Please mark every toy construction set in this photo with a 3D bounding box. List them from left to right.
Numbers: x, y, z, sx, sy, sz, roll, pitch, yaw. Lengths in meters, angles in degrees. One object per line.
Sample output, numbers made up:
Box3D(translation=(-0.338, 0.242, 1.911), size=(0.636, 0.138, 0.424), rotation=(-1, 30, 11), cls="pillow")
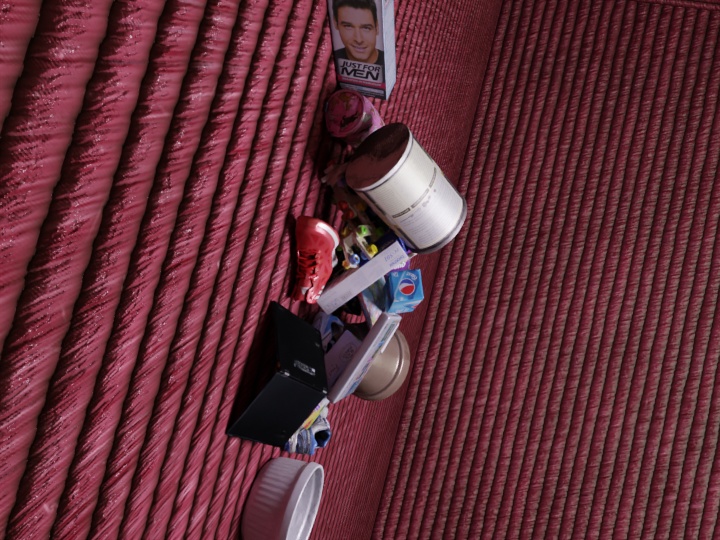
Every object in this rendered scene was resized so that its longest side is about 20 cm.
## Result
Box3D(translation=(-0.022, -0.114, 1.109), size=(0.131, 0.091, 0.204), rotation=(-32, 105, -55), cls="toy construction set")

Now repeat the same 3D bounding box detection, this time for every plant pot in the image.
Box3D(translation=(0.002, 0.206, 1.399), size=(0.174, 0.197, 0.204), rotation=(35, 68, -57), cls="plant pot")

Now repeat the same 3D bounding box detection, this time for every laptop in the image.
Box3D(translation=(-0.147, 0.191, 1.027), size=(0.187, 0.114, 0.204), rotation=(45, 31, -58), cls="laptop")

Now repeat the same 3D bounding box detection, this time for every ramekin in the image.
Box3D(translation=(-0.156, 0.474, 1.144), size=(0.200, 0.103, 0.205), rotation=(14, 90, -77), cls="ramekin")

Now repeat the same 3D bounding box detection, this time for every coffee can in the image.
Box3D(translation=(0.087, -0.148, 1.058), size=(0.200, 0.144, 0.149), rotation=(42, 57, -36), cls="coffee can")

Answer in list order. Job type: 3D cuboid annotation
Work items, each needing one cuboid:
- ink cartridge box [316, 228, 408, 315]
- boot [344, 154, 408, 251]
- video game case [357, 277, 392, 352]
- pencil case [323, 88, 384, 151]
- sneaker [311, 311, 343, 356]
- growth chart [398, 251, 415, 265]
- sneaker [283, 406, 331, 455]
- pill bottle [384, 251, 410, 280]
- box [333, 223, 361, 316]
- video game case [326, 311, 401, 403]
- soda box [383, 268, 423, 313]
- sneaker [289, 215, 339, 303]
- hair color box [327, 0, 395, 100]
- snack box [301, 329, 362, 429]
Box3D(translation=(0.000, 0.000, 1.144), size=(0.044, 0.198, 0.094), rotation=(51, 12, -18), cls="ink cartridge box")
Box3D(translation=(0.036, -0.138, 1.236), size=(0.079, 0.213, 0.158), rotation=(-32, 168, 3), cls="boot")
Box3D(translation=(0.036, 0.069, 1.337), size=(0.143, 0.017, 0.204), rotation=(-48, 122, -60), cls="video game case")
Box3D(translation=(-0.005, -0.276, 1.092), size=(0.200, 0.085, 0.085), rotation=(0, 84, -75), cls="pencil case")
Box3D(translation=(-0.092, 0.157, 1.172), size=(0.201, 0.071, 0.073), rotation=(-57, 158, -50), cls="sneaker")
Box3D(translation=(0.070, -0.014, 1.232), size=(0.198, 0.144, 0.018), rotation=(-27, 93, -42), cls="growth chart")
Box3D(translation=(-0.102, 0.364, 1.295), size=(0.200, 0.083, 0.079), rotation=(-34, 136, -71), cls="sneaker")
Box3D(translation=(0.086, -0.041, 1.604), size=(0.202, 0.110, 0.114), rotation=(87, 22, -48), cls="pill bottle")
Box3D(translation=(-0.014, -0.007, 1.370), size=(0.199, 0.049, 0.204), rotation=(50, 54, -73), cls="box")
Box3D(translation=(0.012, 0.175, 1.180), size=(0.202, 0.023, 0.182), rotation=(-57, 168, 2), cls="video game case")
Box3D(translation=(0.091, 0.050, 1.265), size=(0.200, 0.066, 0.066), rotation=(99, -16, -79), cls="soda box")
Box3D(translation=(-0.087, -0.007, 1.031), size=(0.201, 0.077, 0.118), rotation=(71, 34, -63), cls="sneaker")
Box3D(translation=(0.005, -0.399, 0.982), size=(0.202, 0.097, 0.061), rotation=(83, 26, -55), cls="hair color box")
Box3D(translation=(-0.071, 0.230, 1.188), size=(0.201, 0.053, 0.143), rotation=(-50, 168, -15), cls="snack box")
